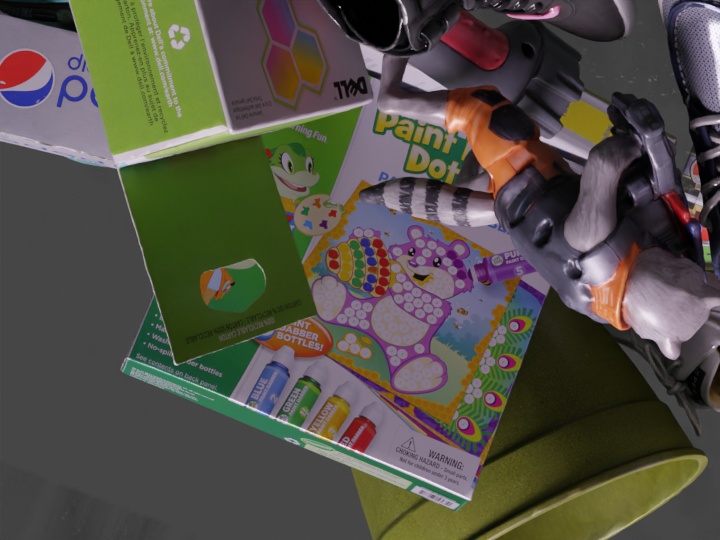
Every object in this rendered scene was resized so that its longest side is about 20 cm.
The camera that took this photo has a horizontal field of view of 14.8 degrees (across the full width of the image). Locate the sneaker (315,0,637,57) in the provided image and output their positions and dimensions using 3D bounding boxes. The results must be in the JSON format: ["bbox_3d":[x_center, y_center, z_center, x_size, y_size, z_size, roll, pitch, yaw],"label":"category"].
[{"bbox_3d":[0.047,-0.133,1.315,0.200,0.099,0.071,31,161,-35],"label":"sneaker"}]

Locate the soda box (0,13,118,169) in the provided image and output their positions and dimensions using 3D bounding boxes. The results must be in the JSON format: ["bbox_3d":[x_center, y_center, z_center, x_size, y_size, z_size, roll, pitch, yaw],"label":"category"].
[{"bbox_3d":[-0.150,-0.096,1.561,0.200,0.068,0.063,13,177,1],"label":"soda box"}]

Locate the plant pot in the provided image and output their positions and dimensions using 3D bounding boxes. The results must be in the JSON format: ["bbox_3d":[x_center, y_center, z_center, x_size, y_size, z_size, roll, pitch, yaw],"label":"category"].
[{"bbox_3d":[0.067,0.071,1.602,0.193,0.200,0.200,63,174,15],"label":"plant pot"}]

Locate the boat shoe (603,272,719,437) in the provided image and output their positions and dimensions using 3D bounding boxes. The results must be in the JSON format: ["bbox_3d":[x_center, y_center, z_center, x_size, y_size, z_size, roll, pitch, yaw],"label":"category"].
[{"bbox_3d":[0.200,0.052,1.593,0.202,0.086,0.075,11,151,35],"label":"boat shoe"}]

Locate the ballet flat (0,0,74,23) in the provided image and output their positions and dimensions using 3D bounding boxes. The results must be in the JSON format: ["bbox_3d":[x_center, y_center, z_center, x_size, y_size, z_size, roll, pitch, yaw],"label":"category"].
[{"bbox_3d":[-0.121,-0.162,1.544,0.200,0.074,0.074,15,164,31],"label":"ballet flat"}]

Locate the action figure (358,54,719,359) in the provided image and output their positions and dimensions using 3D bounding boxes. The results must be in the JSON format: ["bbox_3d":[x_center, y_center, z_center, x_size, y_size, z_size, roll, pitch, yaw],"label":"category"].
[{"bbox_3d":[0.102,-0.014,1.371,0.193,0.105,0.200,37,162,37],"label":"action figure"}]

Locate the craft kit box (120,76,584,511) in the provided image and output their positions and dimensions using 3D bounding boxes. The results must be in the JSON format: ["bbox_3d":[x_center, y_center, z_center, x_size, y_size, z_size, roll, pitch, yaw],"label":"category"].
[{"bbox_3d":[0.000,0.000,1.492,0.200,0.198,0.049,22,163,-4],"label":"craft kit box"}]

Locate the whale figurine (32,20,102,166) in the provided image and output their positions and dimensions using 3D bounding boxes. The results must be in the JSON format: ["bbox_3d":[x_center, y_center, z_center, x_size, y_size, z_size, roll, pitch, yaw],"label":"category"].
[{"bbox_3d":[-0.138,-0.096,1.686,0.159,0.104,0.200,14,160,25],"label":"whale figurine"}]

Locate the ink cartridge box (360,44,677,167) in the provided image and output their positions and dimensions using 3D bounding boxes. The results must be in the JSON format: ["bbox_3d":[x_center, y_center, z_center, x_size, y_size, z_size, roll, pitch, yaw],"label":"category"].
[{"bbox_3d":[0.047,-0.090,1.578,0.200,0.047,0.198,29,165,-19],"label":"ink cartridge box"}]

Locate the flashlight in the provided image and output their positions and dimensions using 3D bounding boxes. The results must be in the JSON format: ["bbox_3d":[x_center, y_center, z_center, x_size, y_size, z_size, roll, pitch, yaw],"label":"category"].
[{"bbox_3d":[0.037,-0.134,1.403,0.068,0.068,0.200,-18,146,39],"label":"flashlight"}]

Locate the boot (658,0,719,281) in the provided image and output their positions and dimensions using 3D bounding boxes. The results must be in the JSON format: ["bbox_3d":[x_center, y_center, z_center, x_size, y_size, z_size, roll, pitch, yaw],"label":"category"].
[{"bbox_3d":[0.189,-0.058,1.331,0.073,0.090,0.200,-1,142,37],"label":"boot"}]

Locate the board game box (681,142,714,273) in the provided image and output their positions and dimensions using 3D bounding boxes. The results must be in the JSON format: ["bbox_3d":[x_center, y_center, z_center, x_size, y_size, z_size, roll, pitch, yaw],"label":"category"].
[{"bbox_3d":[0.221,-0.044,1.456,0.105,0.023,0.200,18,154,5],"label":"board game box"}]

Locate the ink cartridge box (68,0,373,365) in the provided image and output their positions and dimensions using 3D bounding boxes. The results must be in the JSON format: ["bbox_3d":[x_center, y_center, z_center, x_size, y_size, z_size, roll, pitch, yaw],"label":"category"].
[{"bbox_3d":[-0.055,-0.069,1.384,0.076,0.200,0.148,-15,-178,30],"label":"ink cartridge box"}]
